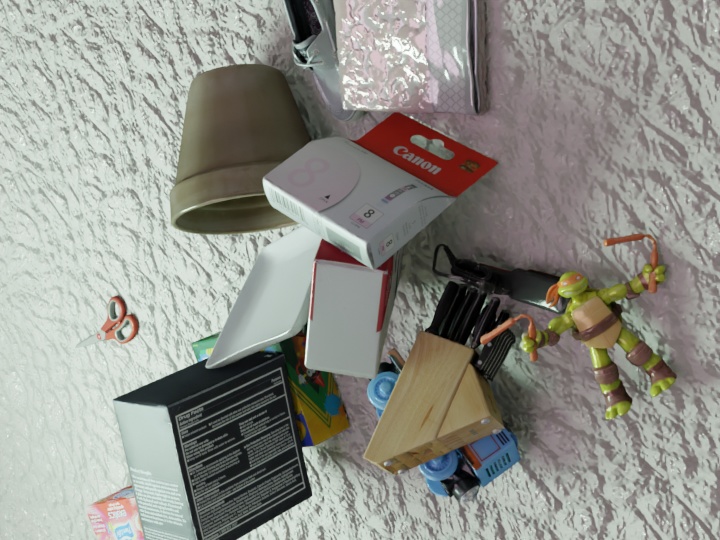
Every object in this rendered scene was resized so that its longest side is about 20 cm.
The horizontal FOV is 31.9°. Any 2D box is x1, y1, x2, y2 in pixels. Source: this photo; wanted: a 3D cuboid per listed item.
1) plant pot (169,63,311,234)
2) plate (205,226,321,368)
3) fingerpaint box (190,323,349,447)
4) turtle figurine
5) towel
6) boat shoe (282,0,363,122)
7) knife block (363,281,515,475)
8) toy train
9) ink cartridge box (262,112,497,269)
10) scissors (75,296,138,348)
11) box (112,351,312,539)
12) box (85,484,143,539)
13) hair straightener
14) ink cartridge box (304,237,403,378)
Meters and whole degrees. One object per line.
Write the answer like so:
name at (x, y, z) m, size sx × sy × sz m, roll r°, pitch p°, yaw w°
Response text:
plant pot at (-0.138, -0.149, 1.528) m, size 0.200 × 0.199 × 0.174 m, roll -19°, pitch 75°, yaw 48°
plate at (-0.096, 0.026, 1.563) m, size 0.032 × 0.201 × 0.199 m, roll 37°, pitch 144°, yaw -21°
fingerpaint box at (-0.126, 0.155, 1.703) m, size 0.200 × 0.073 × 0.168 m, roll -13°, pitch 97°, yaw 48°
turtle figurine at (0.234, 0.065, 1.266) m, size 0.162 × 0.200 × 0.064 m, roll 58°, pitch -177°, yaw -4°
towel at (0.049, -0.267, 1.360) m, size 0.190 × 0.032 × 0.201 m, roll 10°, pitch 112°, yaw 35°
boat shoe at (-0.051, -0.265, 1.453) m, size 0.070 × 0.071 × 0.202 m, roll -6°, pitch 103°, yaw 46°
knife block at (0.081, 0.109, 1.387) m, size 0.199 × 0.064 × 0.176 m, roll -25°, pitch 62°, yaw 11°
toy train at (0.092, 0.170, 1.452) m, size 0.200 × 0.114 × 0.087 m, roll 53°, pitch 173°, yaw 29°
ink cartridge box at (0.022, -0.105, 1.343) m, size 0.162 × 0.200 × 0.057 m, roll 32°, pitch 153°, yaw 34°
scissors at (-0.412, 0.109, 2.028) m, size 0.073 × 0.014 × 0.200 m, roll 57°, pitch 136°, yaw 10°
box at (-0.184, 0.224, 1.590) m, size 0.123 × 0.200 × 0.199 m, roll 2°, pitch 107°, yaw 43°
box at (-0.339, 0.392, 2.004) m, size 0.200 × 0.099 × 0.096 m, roll -20°, pitch 91°, yaw 48°
hair straightener at (0.148, 0.005, 1.355) m, size 0.200 × 0.077 × 0.041 m, roll 24°, pitch 105°, yaw 42°
ink cartridge box at (0.000, 0.000, 1.404) m, size 0.082 × 0.200 × 0.147 m, roll 9°, pitch 125°, yaw 5°
